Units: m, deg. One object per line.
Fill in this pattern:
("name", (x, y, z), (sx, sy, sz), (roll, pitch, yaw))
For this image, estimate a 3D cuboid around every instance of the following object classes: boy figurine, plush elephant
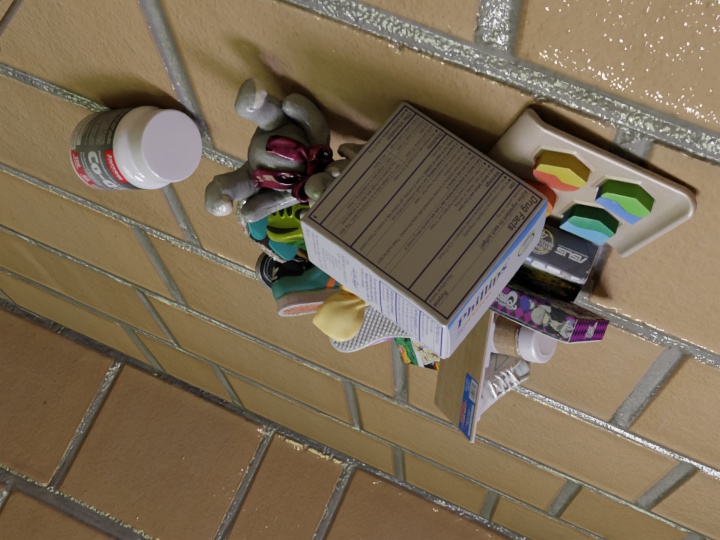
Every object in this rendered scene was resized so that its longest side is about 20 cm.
("boy figurine", (0.000, 0.000, 1.430), (0.064, 0.202, 0.125), (22, 165, 9))
("plush elephant", (-0.061, -0.112, 1.283), (0.154, 0.166, 0.199), (32, -165, 27))

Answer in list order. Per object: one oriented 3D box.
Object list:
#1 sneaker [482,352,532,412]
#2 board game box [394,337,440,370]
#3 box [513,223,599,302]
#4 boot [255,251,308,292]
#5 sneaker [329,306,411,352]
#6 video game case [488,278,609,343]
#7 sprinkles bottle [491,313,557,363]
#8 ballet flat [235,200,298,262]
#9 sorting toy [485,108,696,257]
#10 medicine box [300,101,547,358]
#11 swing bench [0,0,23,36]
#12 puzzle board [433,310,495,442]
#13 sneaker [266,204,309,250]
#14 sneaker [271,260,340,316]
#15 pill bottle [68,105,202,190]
("sneaker", (0.203, 0.153, 1.624), (0.079, 0.200, 0.071), (-2, 121, 39))
("board game box", (0.080, 0.062, 1.641), (0.104, 0.023, 0.202), (11, 130, 43))
("box", (0.180, -0.032, 1.309), (0.198, 0.050, 0.161), (24, 170, 9))
("boot", (-0.054, 0.019, 1.754), (0.202, 0.074, 0.153), (26, 165, -41))
("sneaker", (0.061, 0.065, 1.591), (0.198, 0.074, 0.114), (-14, 176, 23))
("video game case", (0.204, 0.039, 1.350), (0.180, 0.036, 0.199), (25, -173, 23))
("sprinkles bottle", (0.194, 0.087, 1.618), (0.198, 0.069, 0.068), (9, 156, 43))
("ballet flat", (-0.154, -0.073, 1.650), (0.063, 0.076, 0.201), (25, 161, 27))
("sorting toy", (0.229, -0.081, 1.154), (0.198, 0.037, 0.185), (28, 162, -4))
("medicine box", (0.068, -0.044, 1.170), (0.199, 0.183, 0.103), (36, 162, 16))
("swing bench", (-0.495, -0.359, 1.242), (0.199, 0.131, 0.199), (15, 160, 47))
("puzzle board", (0.147, 0.117, 1.519), (0.017, 0.203, 0.151), (3, -167, -17))
("sneaker", (-0.042, -0.059, 1.560), (0.198, 0.075, 0.083), (13, 179, 35))
("sneaker", (-0.033, 0.011, 1.560), (0.197, 0.081, 0.071), (-6, 163, -27))
("pill bottle", (-0.315, -0.170, 1.527), (0.199, 0.115, 0.114), (4, 152, 49))
